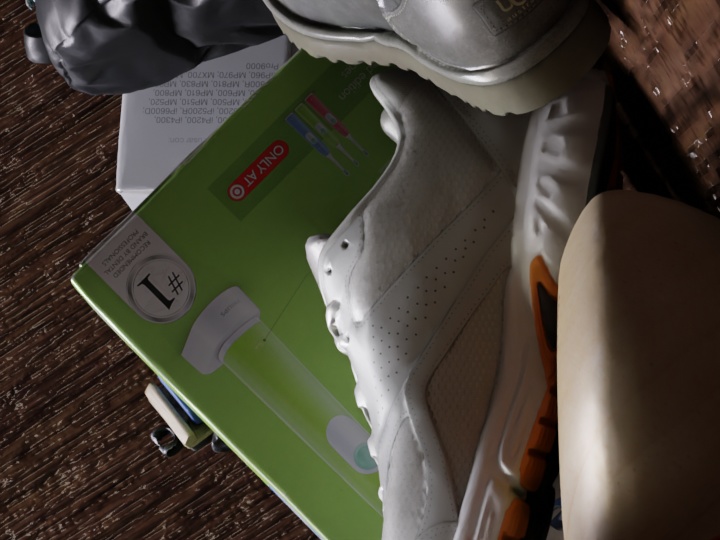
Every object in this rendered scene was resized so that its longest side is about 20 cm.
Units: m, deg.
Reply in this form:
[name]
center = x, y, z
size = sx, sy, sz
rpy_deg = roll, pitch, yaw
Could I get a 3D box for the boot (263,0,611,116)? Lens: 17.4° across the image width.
[boot]
center = -0.020, -0.147, 0.679
size = 0.182, 0.073, 0.200
rpy_deg = 23, 157, 54

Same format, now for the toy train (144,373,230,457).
[toy train]
center = 0.000, 0.000, 0.881
size = 0.034, 0.200, 0.046
rpy_deg = 46, 171, 31

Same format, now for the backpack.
[backpack]
center = -0.081, -0.191, 0.965
size = 0.127, 0.166, 0.201
rpy_deg = 92, 161, -73

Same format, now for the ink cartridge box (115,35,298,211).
[ink cartridge box]
center = -0.058, -0.111, 1.124
size = 0.145, 0.083, 0.201
rpy_deg = 64, -153, -74

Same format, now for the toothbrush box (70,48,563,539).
[toothbrush box]
center = 0.022, 0.026, 0.812
size = 0.200, 0.146, 0.086
rpy_deg = 44, 174, 5

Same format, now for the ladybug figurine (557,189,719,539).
[ladybug figurine]
center = 0.095, 0.056, 0.674
size = 0.200, 0.072, 0.136
rpy_deg = 77, -167, -59

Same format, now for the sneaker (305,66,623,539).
[sneaker]
center = 0.021, 0.029, 0.741
size = 0.092, 0.201, 0.076
rpy_deg = 11, 169, 14
